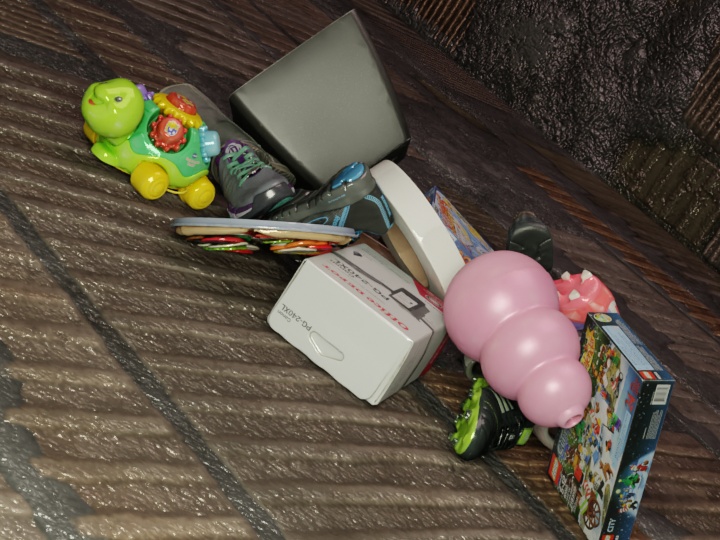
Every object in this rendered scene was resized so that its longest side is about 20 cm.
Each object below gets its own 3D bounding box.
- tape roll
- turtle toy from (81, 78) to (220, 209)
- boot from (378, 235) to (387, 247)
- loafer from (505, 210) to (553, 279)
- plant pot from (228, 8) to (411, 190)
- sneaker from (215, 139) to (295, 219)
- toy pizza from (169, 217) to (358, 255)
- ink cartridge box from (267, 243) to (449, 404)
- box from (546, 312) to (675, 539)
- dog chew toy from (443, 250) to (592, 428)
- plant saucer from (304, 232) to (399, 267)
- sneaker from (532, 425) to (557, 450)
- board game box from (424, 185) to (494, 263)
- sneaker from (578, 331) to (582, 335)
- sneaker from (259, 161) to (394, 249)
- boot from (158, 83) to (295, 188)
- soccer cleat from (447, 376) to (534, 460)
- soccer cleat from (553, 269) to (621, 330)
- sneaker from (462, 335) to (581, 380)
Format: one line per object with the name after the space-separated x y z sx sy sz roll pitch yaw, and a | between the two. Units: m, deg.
0.064 -0.034 1.704 0.203 0.037 0.203 56 -8 12 | tape roll
-0.237 -0.154 1.661 0.146 0.101 0.199 44 18 32 | turtle toy
0.098 -0.008 1.981 0.146 0.070 0.200 42 17 5 | boot
0.214 0.021 1.882 0.072 0.202 0.072 3 25 0 | loafer
-0.039 -0.193 1.952 0.178 0.199 0.200 54 -6 5 | plant pot
-0.132 -0.104 1.666 0.088 0.074 0.200 65 -13 -8 | sneaker
-0.102 -0.033 1.558 0.198 0.032 0.200 3 -1 0 | toy pizza
0.008 0.052 1.569 0.145 0.084 0.200 37 15 11 | ink cartridge box
0.251 0.163 1.514 0.037 0.201 0.137 1 26 -19 | box
0.169 0.077 1.531 0.124 0.125 0.201 14 38 -49 | dog chew toy
0.000 0.000 1.798 0.200 0.037 0.201 32 15 -10 | plant saucer
0.265 0.179 1.717 0.199 0.076 0.105 14 19 -32 | sneaker
0.128 -0.036 1.940 0.135 0.034 0.200 47 11 -7 | board game box
0.268 0.068 1.784 0.200 0.078 0.112 42 18 22 | sneaker
-0.047 -0.053 1.674 0.082 0.199 0.073 53 50 -17 | sneaker
-0.187 -0.174 1.881 0.200 0.073 0.182 48 6 24 | boot
0.141 0.158 1.544 0.081 0.068 0.200 27 12 5 | soccer cleat
0.204 0.040 1.651 0.199 0.067 0.077 -2 -47 53 | soccer cleat
0.207 0.114 1.647 0.199 0.074 0.079 9 36 18 | sneaker
